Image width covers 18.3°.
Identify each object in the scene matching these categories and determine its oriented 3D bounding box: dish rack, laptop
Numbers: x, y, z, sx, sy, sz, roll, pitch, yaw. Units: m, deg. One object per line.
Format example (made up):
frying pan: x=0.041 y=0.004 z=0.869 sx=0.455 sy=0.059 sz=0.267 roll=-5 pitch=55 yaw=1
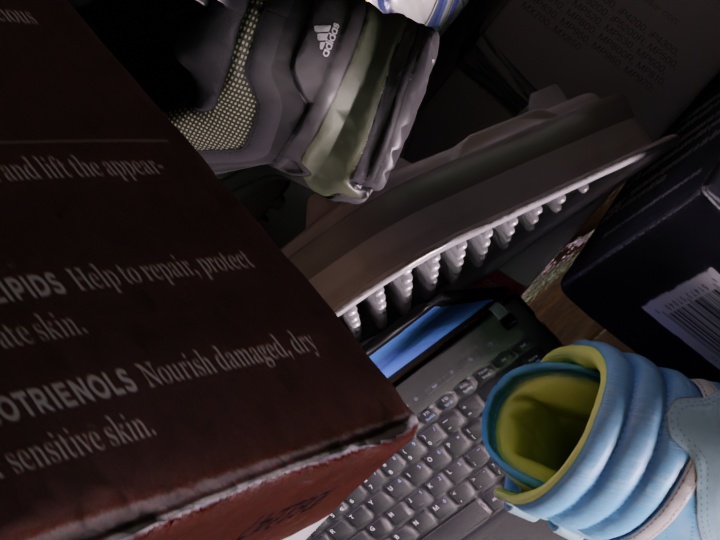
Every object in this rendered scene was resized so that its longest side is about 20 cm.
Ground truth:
dish rack: x=0.000 y=0.000 z=0.772 sx=0.171 sy=0.044 sz=0.200 roll=-23 pitch=171 yaw=-47
laptop: x=0.013 y=0.100 z=0.854 sx=0.177 sy=0.200 sz=0.104 roll=-36 pitch=-153 yaw=14

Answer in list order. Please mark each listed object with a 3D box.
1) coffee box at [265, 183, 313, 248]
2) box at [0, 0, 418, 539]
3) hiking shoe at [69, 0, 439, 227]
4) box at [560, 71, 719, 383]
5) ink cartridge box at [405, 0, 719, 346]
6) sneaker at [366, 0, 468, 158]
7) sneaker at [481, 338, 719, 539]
coffee box: x=-0.075 y=0.058 z=0.991 sx=0.113 sy=0.080 sz=0.200 roll=-27 pitch=160 yaw=-44
box: x=-0.131 y=0.019 z=0.412 sx=0.166 sy=0.200 sz=0.164 roll=-47 pitch=167 yaw=20
hiking shoe: x=-0.059 y=-0.059 z=0.696 sx=0.200 sy=0.100 sz=0.076 roll=-20 pitch=-137 yaw=58
box: x=0.182 y=-0.055 z=0.809 sx=0.201 sy=0.104 sz=0.148 roll=-54 pitch=-176 yaw=-18
ink cartridge box: x=0.080 y=-0.085 z=0.890 sx=0.200 sy=0.083 sz=0.147 roll=-50 pitch=-173 yaw=33
sneaker: x=0.009 y=-0.088 z=0.783 sx=0.088 sy=0.075 sz=0.200 roll=-45 pitch=173 yaw=-16
sneaker: x=0.102 y=0.083 z=0.820 sx=0.200 sy=0.129 sz=0.080 roll=103 pitch=4 yaw=-63
